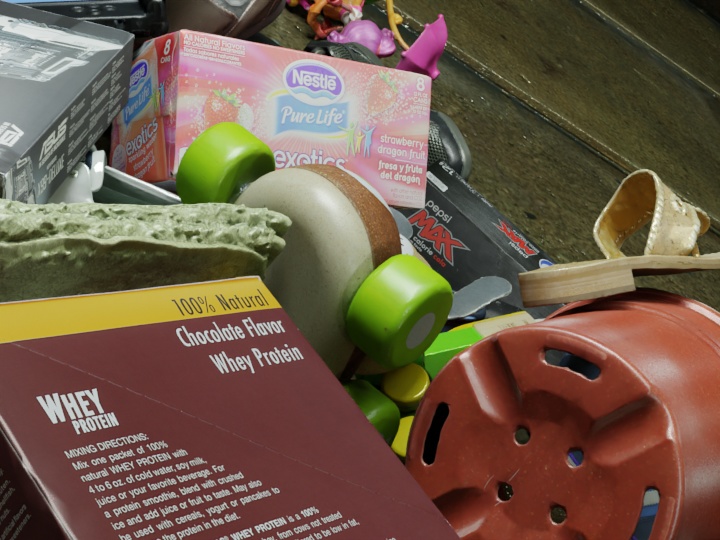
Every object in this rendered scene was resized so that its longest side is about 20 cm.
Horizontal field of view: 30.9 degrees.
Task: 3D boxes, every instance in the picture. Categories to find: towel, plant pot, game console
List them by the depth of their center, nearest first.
[{"bbox_3d":[-0.133,0.025,0.617,0.199,0.149,0.037,-3,46,-50],"label":"towel"},{"bbox_3d":[0.128,0.107,0.728,0.201,0.201,0.195,49,18,21],"label":"plant pot"},{"bbox_3d":[-0.177,-0.236,0.887,0.174,0.118,0.200,-5,24,-14],"label":"game console"}]

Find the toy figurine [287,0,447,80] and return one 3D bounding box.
[{"bbox_3d":[0.006,-0.259,1.298,0.198,0.151,0.186,-4,55,-25],"label":"toy figurine"}]

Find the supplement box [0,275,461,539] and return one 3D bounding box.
[{"bbox_3d":[-0.080,0.125,0.537,0.200,0.133,0.196,50,28,21],"label":"supplement box"}]

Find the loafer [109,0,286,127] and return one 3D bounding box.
[{"bbox_3d":[-0.129,-0.182,0.944,0.073,0.071,0.200,41,63,5],"label":"loafer"}]

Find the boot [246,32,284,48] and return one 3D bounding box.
[{"bbox_3d":[-0.103,-0.141,1.009,0.199,0.066,0.166,28,32,-21],"label":"boot"}]

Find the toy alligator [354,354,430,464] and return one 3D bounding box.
[{"bbox_3d":[0.018,0.082,0.815,0.054,0.060,0.202,-8,49,1],"label":"toy alligator"}]

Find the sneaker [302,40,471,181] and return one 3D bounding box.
[{"bbox_3d":[0.007,-0.134,1.136,0.114,0.077,0.200,-2,44,-51],"label":"sneaker"}]

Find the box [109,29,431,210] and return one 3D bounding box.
[{"bbox_3d":[-0.059,-0.095,0.879,0.198,0.096,0.102,4,-2,-34],"label":"box"}]

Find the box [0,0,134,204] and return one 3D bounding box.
[{"bbox_3d":[-0.228,-0.092,0.707,0.156,0.050,0.201,14,31,3],"label":"box"}]

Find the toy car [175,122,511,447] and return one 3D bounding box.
[{"bbox_3d":[0.004,0.003,0.762,0.164,0.159,0.199,37,32,26],"label":"toy car"}]

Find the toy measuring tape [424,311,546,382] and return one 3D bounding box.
[{"bbox_3d":[0.115,0.067,0.900,0.198,0.074,0.074,-12,45,-13],"label":"toy measuring tape"}]

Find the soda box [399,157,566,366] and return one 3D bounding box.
[{"bbox_3d":[0.109,0.004,1.048,0.200,0.071,0.063,43,25,6],"label":"soda box"}]

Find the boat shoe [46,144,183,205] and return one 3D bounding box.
[{"bbox_3d":[-0.170,-0.047,0.767,0.198,0.067,0.074,23,30,-27],"label":"boat shoe"}]

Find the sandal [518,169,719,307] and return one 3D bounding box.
[{"bbox_3d":[0.176,-0.027,0.810,0.210,0.077,0.071,-10,92,-41],"label":"sandal"}]

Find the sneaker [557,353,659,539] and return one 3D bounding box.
[{"bbox_3d":[0.221,0.121,0.924,0.200,0.147,0.080,50,28,22],"label":"sneaker"}]

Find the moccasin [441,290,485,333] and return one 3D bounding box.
[{"bbox_3d":[0.000,0.000,0.916,0.199,0.068,0.081,26,29,-25],"label":"moccasin"}]
